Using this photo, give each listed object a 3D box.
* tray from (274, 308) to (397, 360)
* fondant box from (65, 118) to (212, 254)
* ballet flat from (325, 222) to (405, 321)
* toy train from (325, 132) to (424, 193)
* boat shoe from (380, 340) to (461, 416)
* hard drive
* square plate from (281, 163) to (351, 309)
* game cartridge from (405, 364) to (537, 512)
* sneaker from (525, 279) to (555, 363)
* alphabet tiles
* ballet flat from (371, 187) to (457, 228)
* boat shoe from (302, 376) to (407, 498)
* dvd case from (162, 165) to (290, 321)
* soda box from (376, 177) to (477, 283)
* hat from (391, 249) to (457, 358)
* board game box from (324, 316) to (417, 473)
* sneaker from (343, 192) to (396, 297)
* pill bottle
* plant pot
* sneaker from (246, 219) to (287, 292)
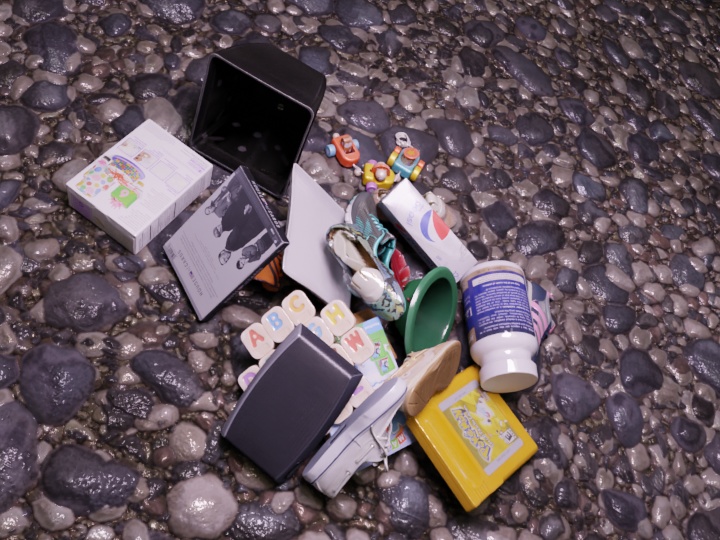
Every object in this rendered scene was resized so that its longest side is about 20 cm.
[{"bbox_3d":[-0.047,0.137,1.101,0.197,0.037,0.100,-18,67,-28],"label":"tray"},{"bbox_3d":[-0.366,-0.145,1.144,0.143,0.058,0.201,35,53,3],"label":"fondant box"},{"bbox_3d":[0.000,0.000,1.100,0.073,0.075,0.201,-16,52,-27],"label":"ballet flat"},{"bbox_3d":[0.039,-0.233,1.349,0.197,0.056,0.152,-14,66,-27],"label":"toy train"},{"bbox_3d":[0.095,0.155,1.059,0.068,0.075,0.199,12,21,29],"label":"boat shoe"},{"bbox_3d":[-0.102,0.192,0.976,0.134,0.042,0.201,38,93,6],"label":"hard drive"},{"bbox_3d":[-0.071,-0.043,1.138,0.200,0.028,0.201,41,44,-49],"label":"square plate"},{"bbox_3d":[0.177,0.256,1.081,0.199,0.033,0.177,-19,67,-48],"label":"game cartridge"},{"bbox_3d":[0.317,0.112,1.231,0.081,0.070,0.203,21,59,-15],"label":"sneaker"},{"bbox_3d":[-0.080,0.139,1.004,0.199,0.015,0.197,-37,83,4],"label":"alphabet tiles"},{"bbox_3d":[0.105,-0.120,1.296,0.196,0.068,0.069,3,57,-19],"label":"ballet flat"},{"bbox_3d":[0.012,0.245,0.959,0.086,0.075,0.202,41,96,-4],"label":"boat shoe"},{"bbox_3d":[-0.214,-0.040,1.065,0.025,0.199,0.152,5,49,-60],"label":"dvd case"},{"bbox_3d":[0.118,-0.068,1.228,0.063,0.068,0.201,-41,94,-6],"label":"soda box"},{"bbox_3d":[0.060,0.053,1.185,0.174,0.168,0.199,15,32,32],"label":"hat"},{"bbox_3d":[-0.002,0.192,1.054,0.149,0.037,0.203,-19,84,-29],"label":"board game box"},{"bbox_3d":[0.025,-0.053,1.194,0.077,0.090,0.203,30,50,-45],"label":"sneaker"},{"bbox_3d":[0.237,0.096,1.155,0.114,0.116,0.203,6,58,-16],"label":"pill bottle"},{"bbox_3d":[-0.167,-0.295,1.237,0.197,0.201,0.178,28,43,-1],"label":"plant pot"},{"bbox_3d":[-0.140,-0.022,1.151,0.198,0.077,0.114,-9,85,-41],"label":"sneaker"}]
